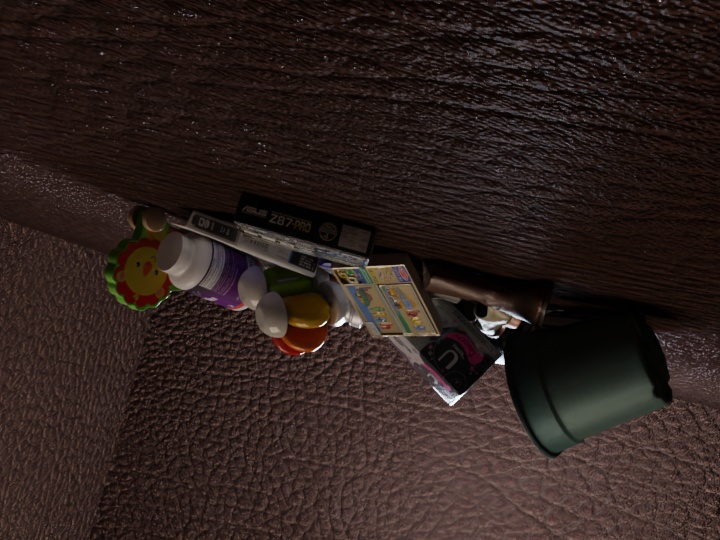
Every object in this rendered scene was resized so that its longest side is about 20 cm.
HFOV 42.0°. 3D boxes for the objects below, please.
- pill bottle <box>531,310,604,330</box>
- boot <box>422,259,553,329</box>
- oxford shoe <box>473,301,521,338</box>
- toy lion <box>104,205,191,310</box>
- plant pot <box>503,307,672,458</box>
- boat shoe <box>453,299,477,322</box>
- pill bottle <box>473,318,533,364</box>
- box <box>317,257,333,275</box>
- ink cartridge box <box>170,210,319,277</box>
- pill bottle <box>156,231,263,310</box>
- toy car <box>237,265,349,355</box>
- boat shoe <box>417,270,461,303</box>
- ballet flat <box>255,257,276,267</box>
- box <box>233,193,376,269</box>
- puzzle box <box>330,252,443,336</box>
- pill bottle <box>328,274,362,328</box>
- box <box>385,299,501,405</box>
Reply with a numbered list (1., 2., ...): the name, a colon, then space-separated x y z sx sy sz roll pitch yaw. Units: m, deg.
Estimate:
1. pill bottle: 0.383 0.129 1.587 0.111 0.113 0.200 17 174 -23
2. boot: 0.186 0.028 1.436 0.198 0.065 0.186 19 172 2
3. oxford shoe: 0.237 0.072 1.689 0.073 0.071 0.200 20 164 -4
4. toy lion: -0.388 -0.015 1.792 0.068 0.194 0.199 9 173 42
5. plant pot: 0.347 0.156 1.407 0.195 0.202 0.200 -23 155 26
6. boat shoe: 0.177 0.069 1.821 0.068 0.057 0.200 16 174 -13
7. pill bottle: 0.299 0.126 1.782 0.111 0.113 0.200 16 173 -15
8. box: 0.000 0.000 1.718 0.118 0.042 0.200 13 171 17
9. ink cartridge box: -0.205 -0.053 1.670 0.199 0.044 0.197 18 177 42
10. pill bottle: -0.286 -0.003 1.780 0.112 0.113 0.199 9 167 45
11. toy car: -0.128 0.076 1.752 0.174 0.151 0.200 -10 -144 -27
12. boat shoe: 0.091 0.032 1.634 0.198 0.069 0.075 18 174 -26
13. ballet flat: -0.163 -0.027 1.889 0.199 0.047 0.067 23 168 -24
14. box: -0.079 -0.053 1.369 0.198 0.050 0.161 15 172 0
15. puzzle box: 0.047 0.044 1.547 0.132 0.026 0.201 -3 141 25
16. pill bottle: -0.082 0.053 2.009 0.198 0.114 0.113 17 174 5
17. box: 0.144 0.134 1.737 0.200 0.115 0.132 45 167 10
